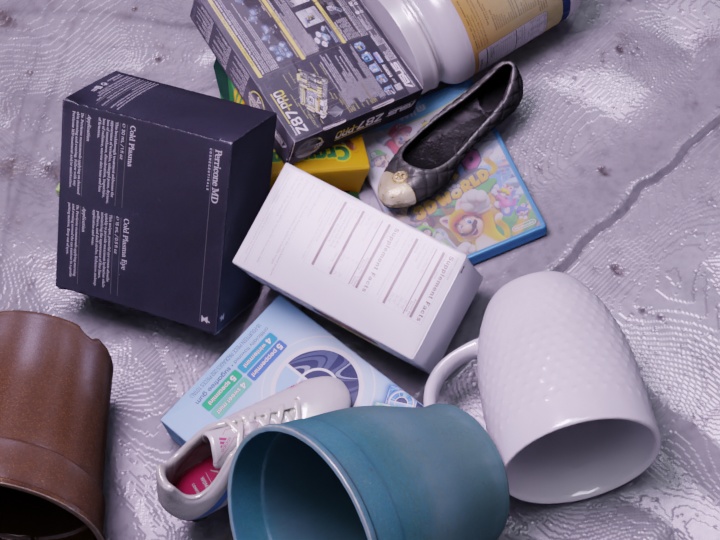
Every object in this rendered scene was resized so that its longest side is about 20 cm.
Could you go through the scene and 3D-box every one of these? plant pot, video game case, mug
[{"bbox_3d":[0.020,0.201,1.471,0.187,0.201,0.200,-17,53,-37],"label":"plant pot"},{"bbox_3d":[0.085,-0.092,1.752,0.142,0.018,0.201,-22,59,-3],"label":"video game case"},{"bbox_3d":[-0.313,0.158,1.580,0.198,0.201,0.200,0,52,9],"label":"plant pot"},{"bbox_3d":[0.153,0.105,1.556,0.198,0.148,0.177,-18,55,7],"label":"mug"}]

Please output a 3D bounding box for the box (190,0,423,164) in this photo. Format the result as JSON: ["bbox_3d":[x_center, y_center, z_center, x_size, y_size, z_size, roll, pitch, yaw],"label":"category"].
[{"bbox_3d":[-0.055,-0.221,1.746,0.160,0.049,0.201,-24,70,-28],"label":"box"}]

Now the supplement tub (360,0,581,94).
[{"bbox_3d":[0.113,-0.284,1.786,0.199,0.145,0.145,-31,60,-10],"label":"supplement tub"}]

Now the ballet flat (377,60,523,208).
[{"bbox_3d":[0.087,-0.139,1.735,0.066,0.057,0.200,36,71,26],"label":"ballet flat"}]

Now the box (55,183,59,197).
[{"bbox_3d":[-0.198,-0.105,1.795,0.198,0.036,0.145,17,64,19],"label":"box"}]

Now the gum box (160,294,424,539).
[{"bbox_3d":[-0.059,0.145,1.622,0.199,0.045,0.170,36,72,26],"label":"gum box"}]

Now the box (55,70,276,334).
[{"bbox_3d":[-0.189,-0.067,1.668,0.180,0.202,0.104,17,26,18],"label":"box"}]

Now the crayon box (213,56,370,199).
[{"bbox_3d":[-0.067,-0.145,1.758,0.126,0.051,0.202,-6,63,-20],"label":"crayon box"}]

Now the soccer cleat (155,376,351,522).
[{"bbox_3d":[-0.095,0.155,1.547,0.199,0.087,0.070,-34,61,-9],"label":"soccer cleat"}]

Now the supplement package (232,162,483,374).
[{"bbox_3d":[0.000,0.000,1.633,0.199,0.114,0.110,28,86,17],"label":"supplement package"}]
